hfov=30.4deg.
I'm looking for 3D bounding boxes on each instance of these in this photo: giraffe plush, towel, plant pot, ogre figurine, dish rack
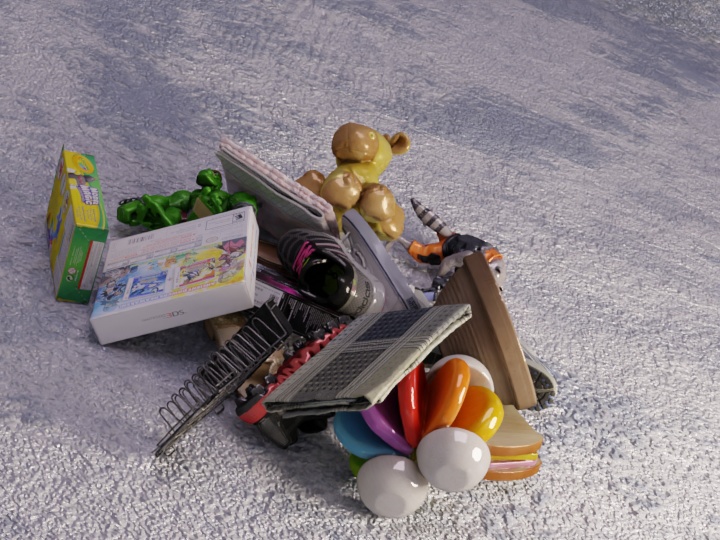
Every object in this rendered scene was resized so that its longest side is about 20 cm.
[{"bbox_3d":[-0.003,-0.139,1.909,0.170,0.200,0.164,17,74,1],"label":"giraffe plush"},{"bbox_3d":[-0.112,-0.086,1.855,0.199,0.192,0.032,33,73,17],"label":"towel"},{"bbox_3d":[0.008,0.103,1.469,0.191,0.035,0.199,-9,23,48],"label":"towel"},{"bbox_3d":[0.142,0.086,1.635,0.091,0.203,0.202,-21,37,1],"label":"plant pot"},{"bbox_3d":[-0.221,-0.082,1.804,0.120,0.198,0.099,-31,102,-66],"label":"ogre figurine"},{"bbox_3d":[-0.163,0.124,1.487,0.055,0.154,0.200,45,33,3],"label":"dish rack"}]

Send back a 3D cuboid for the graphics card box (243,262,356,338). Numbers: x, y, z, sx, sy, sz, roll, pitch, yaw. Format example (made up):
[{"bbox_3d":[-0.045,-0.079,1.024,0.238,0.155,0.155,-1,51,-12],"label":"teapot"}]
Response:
[{"bbox_3d":[-0.075,0.050,1.722,0.197,0.052,0.125,23,8,2],"label":"graphics card box"}]

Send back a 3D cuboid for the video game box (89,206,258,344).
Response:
[{"bbox_3d":[-0.225,0.003,1.644,0.197,0.047,0.183,-14,29,7],"label":"video game box"}]

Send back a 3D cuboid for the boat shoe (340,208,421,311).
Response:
[{"bbox_3d":[0.002,0.003,1.750,0.085,0.075,0.203,-32,50,0],"label":"boat shoe"}]

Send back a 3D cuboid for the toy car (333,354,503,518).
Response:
[{"bbox_3d":[0.055,0.166,1.503,0.150,0.198,0.176,49,28,-27],"label":"toy car"}]

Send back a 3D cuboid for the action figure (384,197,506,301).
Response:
[{"bbox_3d":[0.131,-0.022,1.967,0.192,0.106,0.199,27,26,28],"label":"action figure"}]

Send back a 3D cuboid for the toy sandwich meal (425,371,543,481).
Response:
[{"bbox_3d":[0.137,0.186,1.660,0.202,0.071,0.206,17,30,-10],"label":"toy sandwich meal"}]

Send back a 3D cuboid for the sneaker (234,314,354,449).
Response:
[{"bbox_3d":[-0.059,0.136,1.576,0.098,0.071,0.200,51,53,-6],"label":"sneaker"}]

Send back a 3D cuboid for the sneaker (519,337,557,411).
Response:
[{"bbox_3d":[0.186,0.118,1.819,0.199,0.078,0.085,37,22,10],"label":"sneaker"}]

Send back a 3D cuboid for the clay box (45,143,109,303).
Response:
[{"bbox_3d":[-0.364,-0.065,1.688,0.047,0.116,0.201,8,33,-23],"label":"clay box"}]

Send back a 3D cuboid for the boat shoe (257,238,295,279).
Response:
[{"bbox_3d":[-0.066,-0.003,1.821,0.198,0.074,0.076,24,31,-3],"label":"boat shoe"}]

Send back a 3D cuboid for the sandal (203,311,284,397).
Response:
[{"bbox_3d":[-0.132,0.091,1.634,0.077,0.070,0.212,-2,38,-35],"label":"sandal"}]

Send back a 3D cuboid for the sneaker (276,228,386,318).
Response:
[{"bbox_3d":[-0.053,-0.004,1.683,0.087,0.074,0.199,22,12,-47],"label":"sneaker"}]

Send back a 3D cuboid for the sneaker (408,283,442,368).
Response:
[{"bbox_3d":[0.080,0.082,1.775,0.078,0.075,0.201,18,20,-8],"label":"sneaker"}]
